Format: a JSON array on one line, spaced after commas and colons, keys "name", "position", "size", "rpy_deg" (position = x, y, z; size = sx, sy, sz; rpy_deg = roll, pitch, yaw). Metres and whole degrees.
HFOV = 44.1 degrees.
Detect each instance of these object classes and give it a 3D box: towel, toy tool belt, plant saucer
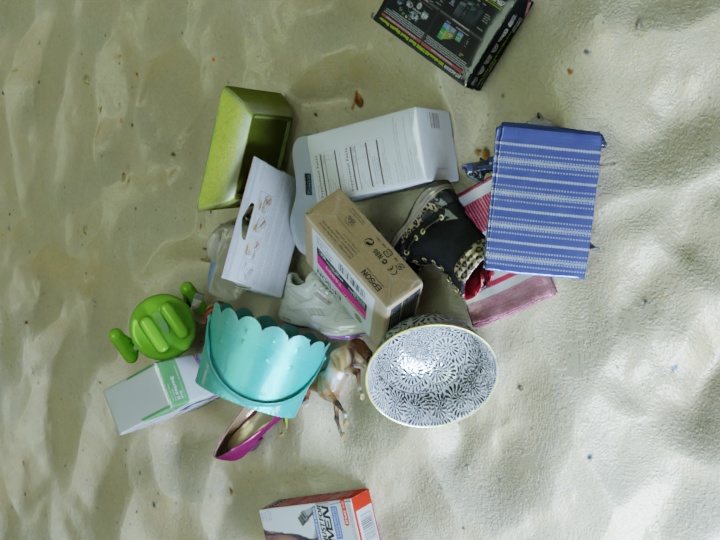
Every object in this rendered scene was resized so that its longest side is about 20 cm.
[{"name": "towel", "position": [0.244, -0.094, 1.199], "size": [0.143, 0.024, 0.202], "rpy_deg": [5, 99, 1]}, {"name": "towel", "position": [0.194, -0.030, 1.334], "size": [0.143, 0.023, 0.202], "rpy_deg": [-27, 79, 30]}, {"name": "toy tool belt", "position": [-0.222, -0.005, 1.561], "size": [0.124, 0.123, 0.201], "rpy_deg": [17, 111, -6]}, {"name": "plant saucer", "position": [-0.176, -0.192, 1.457], "size": [0.048, 0.200, 0.201], "rpy_deg": [19, 104, 19]}]

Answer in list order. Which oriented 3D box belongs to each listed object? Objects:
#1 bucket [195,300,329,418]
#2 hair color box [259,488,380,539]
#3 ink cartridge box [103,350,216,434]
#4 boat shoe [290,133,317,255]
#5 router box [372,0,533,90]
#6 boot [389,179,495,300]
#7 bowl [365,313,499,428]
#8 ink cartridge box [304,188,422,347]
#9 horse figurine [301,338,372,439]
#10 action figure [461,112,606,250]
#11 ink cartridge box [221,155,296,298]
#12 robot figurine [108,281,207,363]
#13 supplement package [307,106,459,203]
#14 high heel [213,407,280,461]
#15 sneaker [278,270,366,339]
[{"name": "bucket", "position": [-0.165, 0.146, 1.449], "size": [0.206, 0.207, 0.136], "rpy_deg": [19, 88, 30]}, {"name": "hair color box", "position": [-0.069, 0.441, 1.508], "size": [0.199, 0.064, 0.112], "rpy_deg": [-17, 85, 33]}, {"name": "ink cartridge box", "position": [-0.326, 0.207, 1.575], "size": [0.145, 0.200, 0.088], "rpy_deg": [-28, 82, 29]}, {"name": "boat shoe", "position": [-0.073, -0.126, 1.469], "size": [0.070, 0.070, 0.202], "rpy_deg": [7, 108, 28]}, {"name": "router box", "position": [0.135, -0.385, 1.322], "size": [0.200, 0.062, 0.150], "rpy_deg": [42, 113, 23]}, {"name": "boot", "position": [0.119, -0.015, 1.323], "size": [0.151, 0.073, 0.201], "rpy_deg": [52, 131, 29]}, {"name": "bowl", "position": [0.103, 0.132, 1.341], "size": [0.199, 0.095, 0.202], "rpy_deg": [-2, 124, -2]}, {"name": "ink cartridge box", "position": [0.000, 0.000, 1.357], "size": [0.075, 0.165, 0.200], "rpy_deg": [-35, 71, -18]}, {"name": "horse figurine", "position": [-0.030, 0.180, 1.466], "size": [0.201, 0.050, 0.133], "rpy_deg": [-58, 48, 30]}, {"name": "action figure", "position": [0.243, -0.122, 1.253], "size": [0.198, 0.105, 0.196], "rpy_deg": [-3, 87, 8]}, {"name": "ink cartridge box", "position": [-0.164, -0.068, 1.442], "size": [0.043, 0.173, 0.202], "rpy_deg": [11, 84, 30]}, {"name": "robot figurine", "position": [-0.353, 0.102, 1.591], "size": [0.175, 0.200, 0.116], "rpy_deg": [-37, 95, -12]}, {"name": "supplement package", "position": [0.034, -0.173, 1.371], "size": [0.199, 0.113, 0.111], "rpy_deg": [-9, 90, 32]}, {"name": "high heel", "position": [-0.182, 0.251, 1.546], "size": [0.067, 0.096, 0.201], "rpy_deg": [35, 111, 26]}, {"name": "sneaker", "position": [-0.054, 0.055, 1.464], "size": [0.199, 0.075, 0.101], "rpy_deg": [12, 101, 31]}]
